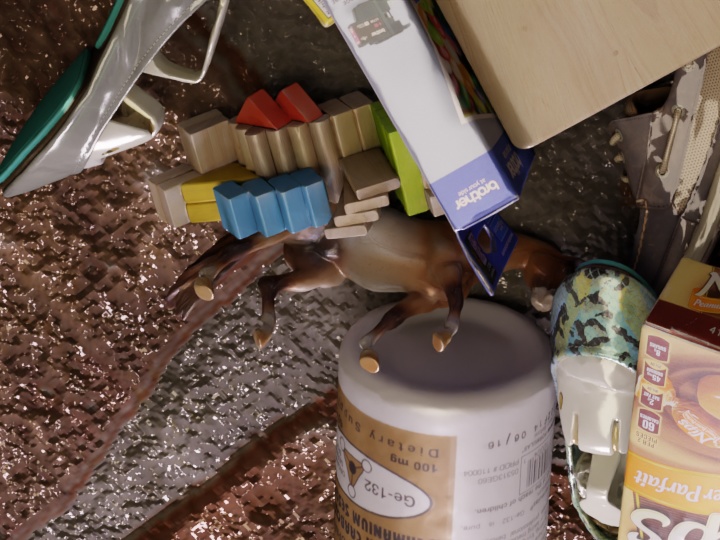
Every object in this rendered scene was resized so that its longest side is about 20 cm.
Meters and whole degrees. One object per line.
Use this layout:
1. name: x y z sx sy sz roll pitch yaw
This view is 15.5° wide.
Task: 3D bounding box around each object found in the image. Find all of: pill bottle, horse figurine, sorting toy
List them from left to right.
1. horse figurine: 0.000 0.000 1.343 0.199 0.133 0.050 10 124 23
2. pill bottle: 0.042 0.125 1.390 0.114 0.115 0.201 7 119 10
3. sorting toy: 0.115 -0.192 1.205 0.198 0.070 0.201 -28 94 17

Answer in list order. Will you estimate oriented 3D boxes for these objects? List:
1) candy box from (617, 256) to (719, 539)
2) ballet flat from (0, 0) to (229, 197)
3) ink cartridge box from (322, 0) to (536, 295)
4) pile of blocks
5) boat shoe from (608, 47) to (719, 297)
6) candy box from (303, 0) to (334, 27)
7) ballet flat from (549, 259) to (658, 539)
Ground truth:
1. candy box: 0.187 0.097 1.254 0.115 0.055 0.201 20 136 19
2. ballet flat: -0.116 -0.099 1.338 0.063 0.068 0.200 30 120 -12
3. ink cartridge box: 0.031 -0.094 1.223 0.042 0.119 0.201 -26 97 12
4. pile of blocks: -0.021 -0.060 1.325 0.199 0.082 0.062 -8 116 17
5. boat shoe: 0.162 -0.065 1.294 0.073 0.074 0.201 27 113 11
6. candy box: -0.039 -0.224 1.275 0.102 0.026 0.200 -33 106 26
7. ballet flat: 0.129 0.077 1.325 0.074 0.075 0.200 -2 144 14
